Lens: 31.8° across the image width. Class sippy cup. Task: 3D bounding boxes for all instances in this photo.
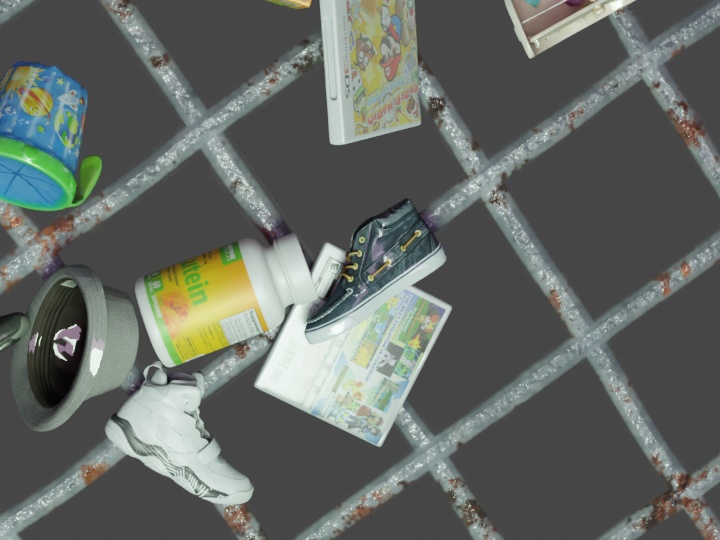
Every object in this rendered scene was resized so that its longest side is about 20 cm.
[{"bbox_3d":[-0.367,-0.156,1.413,0.138,0.178,0.132,12,68,2],"label":"sippy cup"}]

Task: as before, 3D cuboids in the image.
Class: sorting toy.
[{"bbox_3d":[0.236,-0.372,1.478,0.198,0.107,0.182,-28,95,-1],"label":"sorting toy"}]

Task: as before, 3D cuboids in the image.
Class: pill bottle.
[{"bbox_3d":[-0.155,0.028,1.491,0.198,0.111,0.112,-21,103,-3],"label":"pill bottle"}]

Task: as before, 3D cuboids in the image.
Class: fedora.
[{"bbox_3d":[-0.323,0.090,1.477,0.090,0.177,0.201,9,119,-41],"label":"fedora"}]

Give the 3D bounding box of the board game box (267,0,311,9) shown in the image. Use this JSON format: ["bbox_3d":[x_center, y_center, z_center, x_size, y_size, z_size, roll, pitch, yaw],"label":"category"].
[{"bbox_3d":[-0.130,-0.409,1.366,0.197,0.200,0.202,14,99,-10],"label":"board game box"}]

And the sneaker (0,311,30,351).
[{"bbox_3d":[-0.483,0.081,1.473,0.198,0.075,0.080,-21,94,5],"label":"sneaker"}]

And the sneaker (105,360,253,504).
[{"bbox_3d":[-0.200,0.197,1.535,0.198,0.075,0.116,30,98,-8],"label":"sneaker"}]

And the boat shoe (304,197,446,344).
[{"bbox_3d":[0.000,0.000,1.510,0.199,0.071,0.091,-35,101,-8],"label":"boat shoe"}]

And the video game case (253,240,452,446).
[{"bbox_3d":[-0.009,0.092,1.568,0.181,0.022,0.202,26,95,-11],"label":"video game case"}]

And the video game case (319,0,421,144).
[{"bbox_3d":[0.015,-0.246,1.429,0.023,0.199,0.185,2,103,28],"label":"video game case"}]
